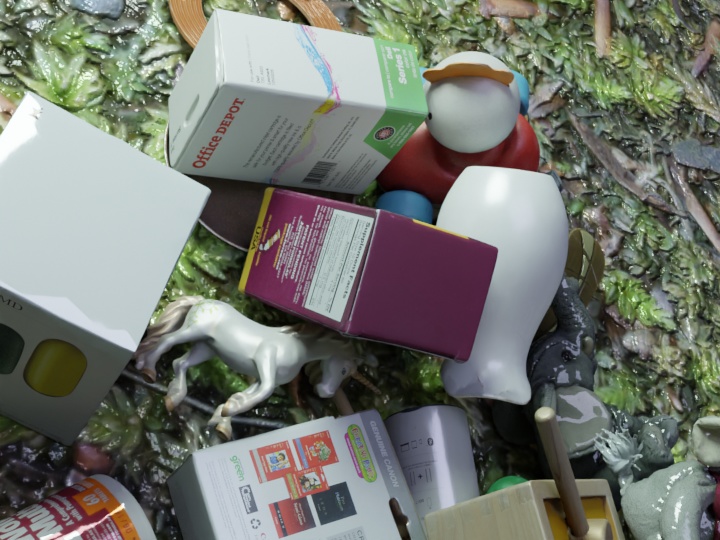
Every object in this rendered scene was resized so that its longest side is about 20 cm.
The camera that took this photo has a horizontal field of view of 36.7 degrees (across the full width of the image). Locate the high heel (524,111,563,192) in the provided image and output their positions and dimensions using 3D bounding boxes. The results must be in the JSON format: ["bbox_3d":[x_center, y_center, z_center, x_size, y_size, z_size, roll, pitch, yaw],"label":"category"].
[{"bbox_3d":[0.129,-0.130,1.180,0.201,0.071,0.142,52,49,-3],"label":"high heel"}]

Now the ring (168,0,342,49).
[{"bbox_3d":[-0.102,-0.263,1.132,0.199,0.019,0.202,17,47,-18],"label":"ring"}]

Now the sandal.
[{"bbox_3d":[0.193,0.038,1.135,0.080,0.054,0.201,46,56,-18],"label":"sandal"}]

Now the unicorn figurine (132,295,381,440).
[{"bbox_3d":[-0.092,0.076,0.910,0.199,0.074,0.138,34,55,10],"label":"unicorn figurine"}]

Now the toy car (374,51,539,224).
[{"bbox_3d":[0.088,-0.150,1.059,0.175,0.200,0.186,3,64,9],"label":"toy car"}]

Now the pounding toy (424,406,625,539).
[{"bbox_3d":[0.151,0.228,0.854,0.184,0.141,0.202,15,56,-55],"label":"pounding toy"}]

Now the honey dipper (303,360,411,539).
[{"bbox_3d":[-0.003,0.146,0.951,0.038,0.038,0.201,-8,56,-32],"label":"honey dipper"}]

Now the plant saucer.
[{"bbox_3d":[-0.099,-0.096,1.056,0.199,0.034,0.202,14,58,-23],"label":"plant saucer"}]

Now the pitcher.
[{"bbox_3d":[0.120,0.010,1.008,0.120,0.172,0.202,7,92,-6],"label":"pitcher"}]

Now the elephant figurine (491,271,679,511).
[{"bbox_3d":[0.195,0.130,1.043,0.200,0.141,0.155,44,37,-9],"label":"elephant figurine"}]

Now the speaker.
[{"bbox_3d":[0.069,0.225,0.949,0.081,0.081,0.202,5,62,-27],"label":"speaker"}]

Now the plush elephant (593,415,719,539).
[{"bbox_3d":[0.308,0.193,0.908,0.164,0.154,0.201,20,42,-61],"label":"plush elephant"}]

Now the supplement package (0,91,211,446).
[{"bbox_3d":[-0.233,0.007,0.818,0.151,0.200,0.152,28,54,-13],"label":"supplement package"}]

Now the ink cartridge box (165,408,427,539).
[{"bbox_3d":[-0.040,0.231,0.878,0.174,0.084,0.202,-10,70,-30],"label":"ink cartridge box"}]

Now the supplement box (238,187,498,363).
[{"bbox_3d":[0.000,0.000,0.935,0.130,0.199,0.104,16,91,-33],"label":"supplement box"}]

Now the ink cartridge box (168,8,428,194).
[{"bbox_3d":[-0.062,-0.148,0.993,0.198,0.145,0.085,5,62,-27],"label":"ink cartridge box"}]

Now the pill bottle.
[{"bbox_3d":[-0.244,0.231,0.750,0.199,0.110,0.110,-23,77,-37],"label":"pill bottle"}]
